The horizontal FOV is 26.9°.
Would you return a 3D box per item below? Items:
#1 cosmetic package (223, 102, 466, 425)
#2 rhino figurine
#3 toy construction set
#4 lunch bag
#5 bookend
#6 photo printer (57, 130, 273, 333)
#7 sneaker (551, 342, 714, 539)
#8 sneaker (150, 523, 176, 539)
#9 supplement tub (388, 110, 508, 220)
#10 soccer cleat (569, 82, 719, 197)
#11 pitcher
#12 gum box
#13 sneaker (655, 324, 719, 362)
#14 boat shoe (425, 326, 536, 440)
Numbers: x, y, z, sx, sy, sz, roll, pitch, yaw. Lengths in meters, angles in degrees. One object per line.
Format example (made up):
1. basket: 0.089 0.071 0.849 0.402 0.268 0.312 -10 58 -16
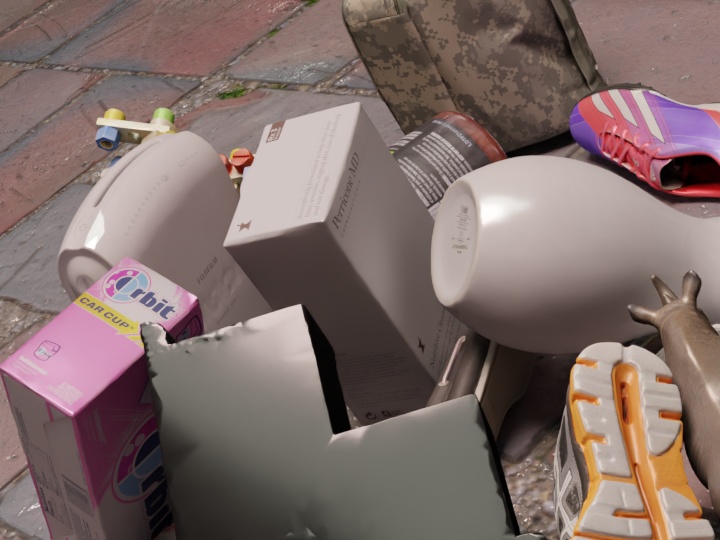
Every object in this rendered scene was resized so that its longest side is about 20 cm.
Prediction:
1. cosmetic package: 0.000 0.000 1.006 0.081 0.200 0.113 -9 47 27
2. rhino figurine: 0.199 0.073 0.821 0.060 0.087 0.201 -33 46 17
3. toy construction set: -0.111 -0.081 1.223 0.199 0.131 0.093 6 60 34
4. lunch bag: 0.105 -0.198 1.285 0.167 0.201 0.140 -8 35 34
5. bookend: -0.006 0.107 0.859 0.197 0.092 0.201 -18 64 5
6. photo printer: -0.136 0.009 1.114 0.069 0.201 0.167 -4 34 32
7. sneaker: 0.134 0.136 0.770 0.078 0.077 0.201 11 50 -4
8. sneaker: -0.087 0.144 0.987 0.115 0.076 0.200 -24 29 7
9. supplement tub: 0.021 -0.030 1.160 0.199 0.107 0.107 -36 31 -19
10. soccer cleat: 0.228 -0.095 1.157 0.199 0.068 0.073 17 52 47
11. pitcher: 0.142 -0.006 0.970 0.198 0.122 0.171 7 -2 -18
12. gum box: -0.156 0.105 0.983 0.066 0.201 0.113 29 54 25
13. sneaker: 0.265 0.052 0.894 0.199 0.071 0.080 -21 -7 29
14. boat shoe: 0.067 0.081 0.981 0.057 0.067 0.201 -2 39 26
